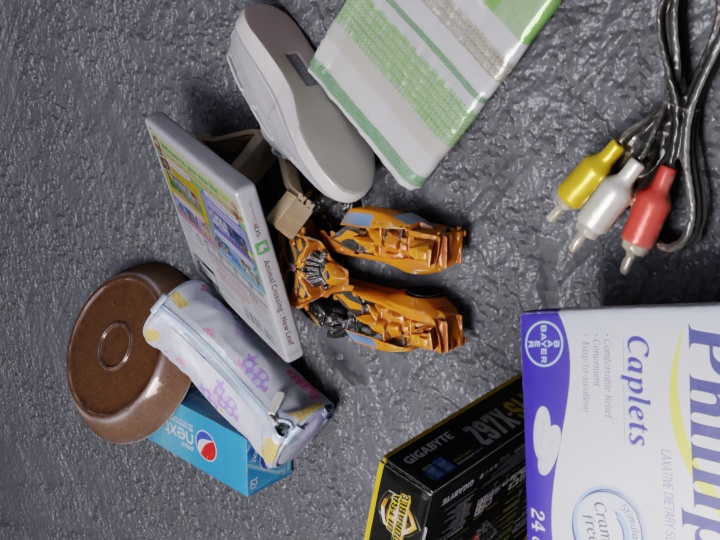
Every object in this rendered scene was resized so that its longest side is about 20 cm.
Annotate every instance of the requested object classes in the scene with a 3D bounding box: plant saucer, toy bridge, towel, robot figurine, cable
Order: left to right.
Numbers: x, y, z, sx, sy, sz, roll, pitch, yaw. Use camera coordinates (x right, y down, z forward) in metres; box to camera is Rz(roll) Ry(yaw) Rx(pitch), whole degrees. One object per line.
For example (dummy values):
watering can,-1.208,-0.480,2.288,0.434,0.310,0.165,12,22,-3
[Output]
plant saucer,-0.254,0.084,1.085,0.200,0.034,0.201,-12,69,34
toy bridge,-0.100,-0.094,0.917,0.067,0.027,0.200,-53,41,-2
robot figurine,0.000,0.000,0.854,0.200,0.058,0.145,12,111,41
towel,0.051,-0.178,0.770,0.149,0.031,0.200,52,131,15
cable,0.193,-0.087,0.639,0.097,0.050,0.200,39,129,28

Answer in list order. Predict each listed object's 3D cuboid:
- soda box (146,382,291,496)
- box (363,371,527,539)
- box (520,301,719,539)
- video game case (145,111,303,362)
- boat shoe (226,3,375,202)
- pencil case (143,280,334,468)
soda box,-0.162,0.162,1.067,0.200,0.064,0.068,19,117,40
box,0.081,0.172,0.734,0.049,0.200,0.160,30,124,32
box,0.209,0.110,0.621,0.200,0.105,0.184,-6,84,44
video game case,-0.125,-0.034,0.918,0.200,0.022,0.182,39,149,48
boat shoe,-0.058,-0.132,0.857,0.200,0.072,0.069,56,138,14
pencil case,-0.120,0.099,0.970,0.200,0.091,0.083,42,105,19
